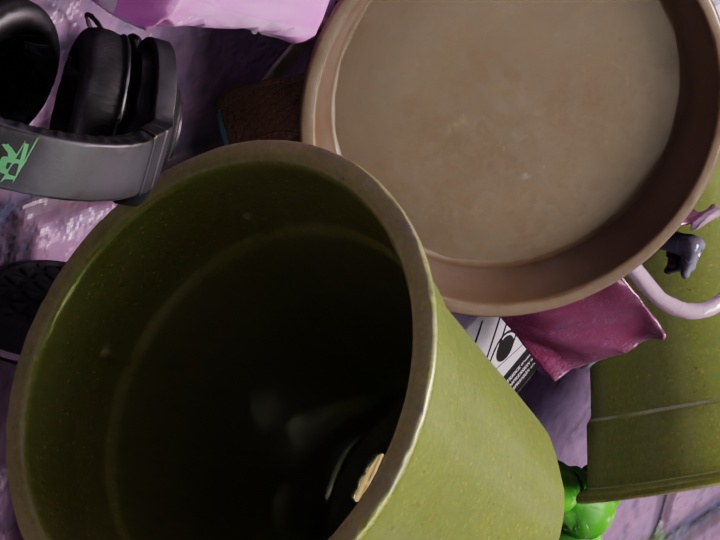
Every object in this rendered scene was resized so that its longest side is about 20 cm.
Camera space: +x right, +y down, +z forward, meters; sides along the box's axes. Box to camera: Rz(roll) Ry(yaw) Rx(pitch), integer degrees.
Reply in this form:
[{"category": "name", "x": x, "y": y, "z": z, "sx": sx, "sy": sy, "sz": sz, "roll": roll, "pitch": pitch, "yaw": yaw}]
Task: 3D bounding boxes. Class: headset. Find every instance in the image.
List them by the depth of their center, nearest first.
[{"category": "headset", "x": -0.126, "y": -0.059, "z": 1.015, "sx": 0.200, "sy": 0.123, "sz": 0.095, "roll": -43, "pitch": 153, "yaw": -68}]

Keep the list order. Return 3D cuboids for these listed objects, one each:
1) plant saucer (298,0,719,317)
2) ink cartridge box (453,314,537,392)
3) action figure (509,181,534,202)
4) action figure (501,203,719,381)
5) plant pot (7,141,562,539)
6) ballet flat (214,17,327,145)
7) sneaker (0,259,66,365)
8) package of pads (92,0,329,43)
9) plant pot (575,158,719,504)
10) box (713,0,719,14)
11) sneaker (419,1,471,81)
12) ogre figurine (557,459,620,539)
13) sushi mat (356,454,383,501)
[{"category": "plant saucer", "x": 0.068, "y": -0.075, "z": 1.165, "sx": 0.199, "sy": 0.030, "sz": 0.201, "roll": -5, "pitch": 115, "yaw": -10}, {"category": "ink cartridge box", "x": 0.044, "y": 0.061, "z": 1.455, "sx": 0.200, "sy": 0.044, "sz": 0.094, "roll": -48, "pitch": 147, "yaw": -23}, {"category": "action figure", "x": 0.000, "y": 0.000, "z": 1.264, "sx": 0.200, "sy": 0.065, "sz": 0.052, "roll": -42, "pitch": -175, "yaw": 33}, {"category": "action figure", "x": 0.082, "y": -0.023, "z": 1.341, "sx": 0.200, "sy": 0.149, "sz": 0.135, "roll": 37, "pitch": 71, "yaw": -28}, {"category": "plant pot", "x": -0.010, "y": 0.077, "z": 1.072, "sx": 0.190, "sy": 0.199, "sz": 0.201, "roll": 35, "pitch": 84, "yaw": -50}, {"category": "ballet flat", "x": 0.011, "y": -0.096, "z": 1.239, "sx": 0.199, "sy": 0.072, "sz": 0.068, "roll": -27, "pitch": 159, "yaw": -30}, {"category": "sneaker", "x": -0.108, "y": 0.048, "z": 1.173, "sx": 0.200, "sy": 0.071, "sz": 0.083, "roll": 4, "pitch": 112, "yaw": -59}, {"category": "package of pads", "x": -0.041, "y": -0.196, "z": 1.074, "sx": 0.120, "sy": 0.075, "sz": 0.201, "roll": -4, "pitch": 118, "yaw": -60}, {"category": "plant pot", "x": 0.209, "y": 0.026, "z": 1.526, "sx": 0.200, "sy": 0.199, "sz": 0.191, "roll": -6, "pitch": 85, "yaw": -56}, {"category": "box", "x": 0.144, "y": -0.185, "z": 1.361, "sx": 0.176, "sy": 0.096, "sz": 0.201, "roll": -7, "pitch": 121, "yaw": -59}, {"category": "sneaker", "x": 0.098, "y": -0.160, "z": 1.184, "sx": 0.199, "sy": 0.083, "sz": 0.071, "roll": -41, "pitch": 136, "yaw": -8}, {"category": "ogre figurine", "x": 0.099, "y": 0.185, "z": 1.607, "sx": 0.119, "sy": 0.098, "sz": 0.202, "roll": -7, "pitch": 106, "yaw": -36}, {"category": "sushi mat", "x": -0.006, "y": 0.141, "z": 1.396, "sx": 0.095, "sy": 0.012, "sz": 0.201, "roll": -3, "pitch": 134, "yaw": -29}]
